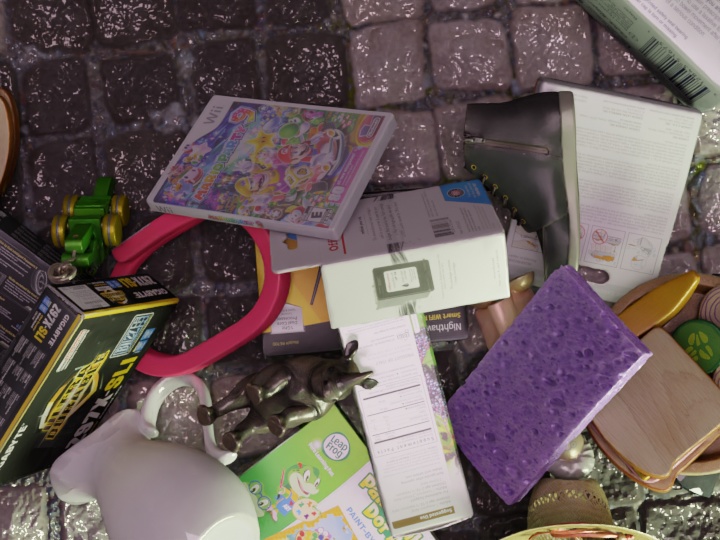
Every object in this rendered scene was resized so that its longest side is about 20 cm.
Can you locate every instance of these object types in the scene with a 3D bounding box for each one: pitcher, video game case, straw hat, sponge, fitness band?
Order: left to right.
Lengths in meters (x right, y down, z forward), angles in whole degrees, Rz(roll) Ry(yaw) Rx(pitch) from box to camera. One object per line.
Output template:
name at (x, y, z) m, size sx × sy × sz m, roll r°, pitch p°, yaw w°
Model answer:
pitcher at (-0.168, 0.190, 1.011) m, size 0.200 × 0.121 × 0.172 m, roll 27°, pitch 73°, yaw 41°
fitness band at (-0.159, 0.016, 1.052) m, size 0.199 × 0.037 × 0.144 m, roll -30°, pitch 84°, yaw 18°
video game case at (-0.082, -0.099, 1.019) m, size 0.199 × 0.018 × 0.144 m, roll 9°, pitch 56°, yaw 26°
sponge at (0.163, 0.105, 1.009) m, size 0.112 × 0.030 × 0.200 m, roll 49°, pitch 117°, yaw 27°
straw hat at (0.196, 0.237, 1.033) m, size 0.200 × 0.202 × 0.086 m, roll 1°, pitch 55°, yaw -1°

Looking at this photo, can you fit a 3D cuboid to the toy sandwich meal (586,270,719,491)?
toy sandwich meal at (0.292, 0.095, 1.008) m, size 0.204 × 0.070 × 0.207 m, roll -4°, pitch 77°, yaw 18°

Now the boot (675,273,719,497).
boot at (0.369, 0.128, 1.066) m, size 0.164 × 0.066 × 0.201 m, roll 27°, pitch 85°, yaw 9°

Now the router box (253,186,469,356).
router box at (0.000, 0.000, 1.073) m, size 0.199 × 0.051 × 0.150 m, roll -5°, pitch 90°, yaw -1°

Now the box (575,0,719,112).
box at (0.338, -0.287, 1.059) m, size 0.184 × 0.105 × 0.200 m, roll 44°, pitch 89°, yaw 1°

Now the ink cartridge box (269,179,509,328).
ink cartridge box at (0.023, -0.014, 0.983) m, size 0.199 × 0.116 × 0.067 m, roll -10°, pitch 119°, yaw 0°

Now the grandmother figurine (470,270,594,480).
grandmother figurine at (0.167, 0.110, 1.069) m, size 0.121 × 0.061 × 0.201 m, roll -25°, pitch 87°, yaw 12°

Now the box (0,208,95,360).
box at (-0.371, 0.019, 1.038) m, size 0.200 × 0.044 × 0.160 m, roll 37°, pitch 103°, yaw -11°

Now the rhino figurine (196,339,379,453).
rhino figurine at (-0.055, 0.105, 0.960) m, size 0.087 × 0.200 × 0.060 m, roll -25°, pitch 91°, yaw -43°

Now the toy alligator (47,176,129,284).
toy alligator at (-0.252, -0.023, 1.022) m, size 0.059 × 0.200 × 0.055 m, roll -1°, pitch 121°, yaw 1°

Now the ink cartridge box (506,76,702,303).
ink cartridge box at (0.232, -0.076, 1.092) m, size 0.161 × 0.050 × 0.201 m, roll 11°, pitch 107°, yaw 0°

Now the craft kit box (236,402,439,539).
craft kit box at (-0.044, 0.264, 1.072) m, size 0.197 × 0.049 × 0.200 m, roll -38°, pitch 89°, yaw -4°

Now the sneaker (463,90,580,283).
sneaker at (0.153, -0.065, 1.045) m, size 0.106 × 0.075 × 0.201 m, roll -2°, pitch 99°, yaw 11°

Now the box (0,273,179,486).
box at (-0.265, 0.097, 0.990) m, size 0.049 × 0.160 × 0.200 m, roll 38°, pitch 104°, yaw 12°

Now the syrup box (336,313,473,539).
syrup box at (0.038, 0.132, 1.012) m, size 0.081 × 0.079 × 0.201 m, roll -15°, pitch 92°, yaw -2°

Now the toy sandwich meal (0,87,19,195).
toy sandwich meal at (-0.427, -0.140, 1.070) m, size 0.204 × 0.070 × 0.207 m, roll 1°, pitch 94°, yaw 9°
